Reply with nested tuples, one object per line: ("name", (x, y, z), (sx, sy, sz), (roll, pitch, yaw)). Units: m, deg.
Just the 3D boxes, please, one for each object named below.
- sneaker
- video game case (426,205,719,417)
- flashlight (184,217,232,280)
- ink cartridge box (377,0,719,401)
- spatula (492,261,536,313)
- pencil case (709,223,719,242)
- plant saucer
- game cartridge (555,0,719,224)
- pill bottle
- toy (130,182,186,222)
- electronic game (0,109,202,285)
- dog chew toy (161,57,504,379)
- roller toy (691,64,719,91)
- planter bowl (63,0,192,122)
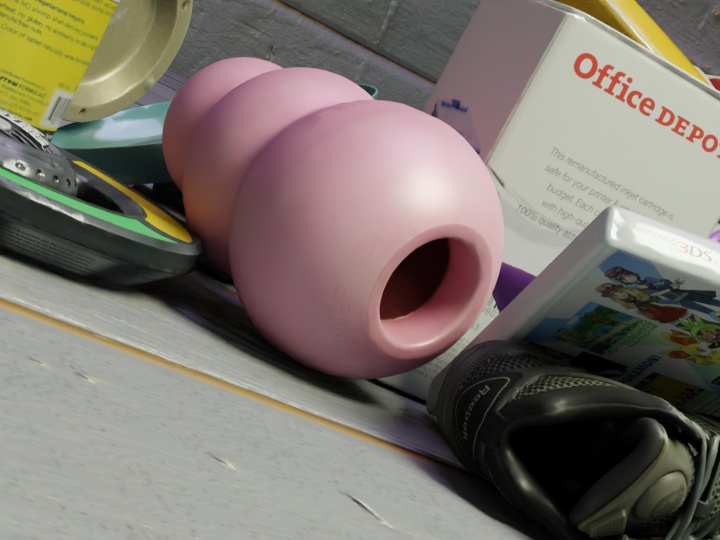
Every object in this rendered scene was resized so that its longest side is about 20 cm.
("sneaker", (0.132, 0.092, 0.701), (0.199, 0.076, 0.114), (23, 8, -12))
("video game case", (0.145, 0.049, 0.759), (0.182, 0.022, 0.200), (19, -28, -11))
("flashlight", (0.000, 0.000, 0.955), (0.199, 0.068, 0.068), (23, 8, -28))
("ink cartridge box", (0.091, -0.023, 0.894), (0.146, 0.201, 0.086), (24, 6, -31))
("spatula", (0.116, 0.063, 0.853), (0.056, 0.021, 0.200), (23, -19, 45))
("pencil case", (0.133, -0.005, 1.009), (0.199, 0.084, 0.085), (12, 9, 31))
("plant saucer", (-0.087, -0.079, 1.022), (0.199, 0.028, 0.200), (-8, 13, 2))
("game cartridge", (0.150, -0.059, 1.043), (0.200, 0.176, 0.032), (48, 47, 1))
("pill bottle", (-0.177, -0.164, 0.913), (0.112, 0.201, 0.112), (27, 5, -2))
("toy", (-0.077, -0.041, 1.063), (0.115, 0.047, 0.200), (28, 6, -7))
("electronic game", (-0.159, -0.049, 0.759), (0.199, 0.042, 0.200), (28, 5, -3))
("dog chew toy", (-0.024, -0.037, 0.810), (0.124, 0.125, 0.200), (22, 13, -44))
("roller toy", (0.229, -0.039, 1.163), (0.139, 0.183, 0.200), (15, -23, -19))
("planter bowl", (-0.186, -0.173, 1.051), (0.135, 0.201, 0.200), (38, 10, 29))
